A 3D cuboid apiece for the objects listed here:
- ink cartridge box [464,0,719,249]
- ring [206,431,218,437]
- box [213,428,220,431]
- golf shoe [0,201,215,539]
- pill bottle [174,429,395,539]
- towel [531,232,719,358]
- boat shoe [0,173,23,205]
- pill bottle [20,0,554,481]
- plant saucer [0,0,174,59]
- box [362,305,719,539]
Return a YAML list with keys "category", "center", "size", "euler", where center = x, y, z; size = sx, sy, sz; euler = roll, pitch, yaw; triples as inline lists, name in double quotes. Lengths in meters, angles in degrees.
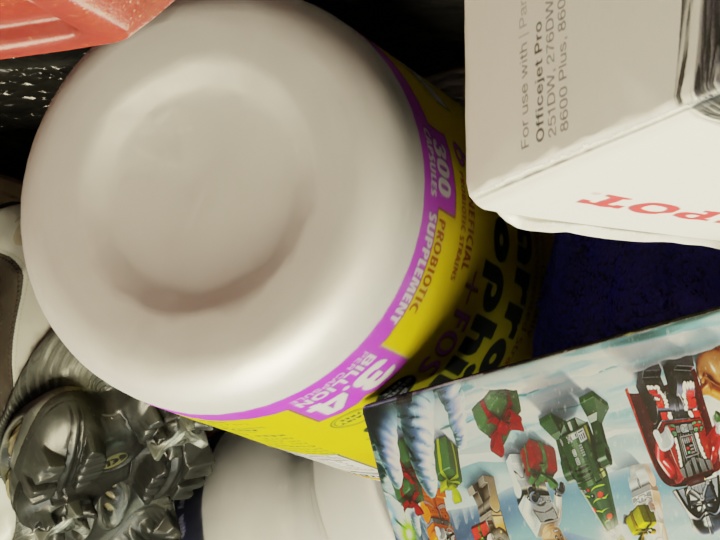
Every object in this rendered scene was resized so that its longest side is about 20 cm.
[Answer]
- category: "ink cartridge box"
  center: [0.128, -0.062, 0.500]
  size: [0.144, 0.084, 0.200]
  euler: [7, 165, -29]
- category: "ring"
  center: [-0.054, 0.073, 1.041]
  size: [0.200, 0.019, 0.200]
  euler: [1, 167, 0]
- category: "box"
  center: [-0.032, 0.028, 0.986]
  size: [0.199, 0.050, 0.198]
  euler: [-5, 165, 23]
- category: "golf shoe"
  center: [-0.097, 0.053, 0.819]
  size: [0.078, 0.095, 0.200]
  euler: [-18, 156, -29]
- category: "pill bottle"
  center: [-0.036, 0.113, 0.918]
  size: [0.200, 0.116, 0.116]
  euler: [-32, 150, 34]
- category: "towel"
  center: [0.079, 0.072, 0.669]
  size: [0.049, 0.201, 0.148]
  euler: [-6, -153, -34]
- category: "boat shoe"
  center: [-0.126, 0.046, 0.882]
  size: [0.071, 0.065, 0.200]
  euler: [15, 141, 2]
- category: "pill bottle"
  center: [0.000, 0.000, 0.731]
  size: [0.104, 0.105, 0.200]
  euler: [-6, 167, 23]
- category: "plant saucer"
  center: [-0.150, -0.074, 0.555]
  size: [0.199, 0.037, 0.200]
  euler: [-6, 166, 23]
- category: "box"
  center: [0.088, 0.075, 0.591]
  size: [0.040, 0.137, 0.200]
  euler: [-13, 176, -38]
